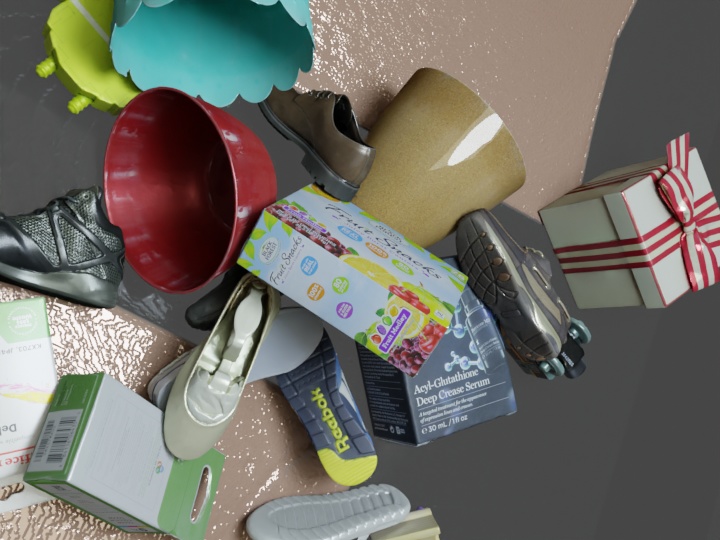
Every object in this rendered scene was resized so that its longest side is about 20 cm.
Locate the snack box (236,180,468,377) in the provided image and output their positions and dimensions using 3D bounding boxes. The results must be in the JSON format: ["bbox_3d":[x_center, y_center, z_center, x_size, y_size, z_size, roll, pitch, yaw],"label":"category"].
[{"bbox_3d":[0.000,0.000,0.815,0.200,0.169,0.068,34,110,4],"label":"snack box"}]

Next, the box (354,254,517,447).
[{"bbox_3d":[0.083,0.089,0.981,0.148,0.107,0.201,-13,91,-28],"label":"box"}]

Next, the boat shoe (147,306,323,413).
[{"bbox_3d":[-0.136,0.089,0.881,0.199,0.065,0.074,-23,112,-24],"label":"boat shoe"}]

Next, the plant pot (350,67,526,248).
[{"bbox_3d":[0.057,-0.101,0.961,0.200,0.186,0.187,-43,106,-9],"label":"plant pot"}]

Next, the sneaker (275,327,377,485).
[{"bbox_3d":[-0.043,0.148,0.933,0.074,0.082,0.201,-22,78,-1],"label":"sneaker"}]

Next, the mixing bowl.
[{"bbox_3d":[-0.158,-0.084,0.833,0.108,0.199,0.201,-14,92,-51],"label":"mixing bowl"}]

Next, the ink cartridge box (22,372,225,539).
[{"bbox_3d":[-0.221,0.191,0.797,0.200,0.059,0.104,51,40,-46],"label":"ink cartridge box"}]

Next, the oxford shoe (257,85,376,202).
[{"bbox_3d":[-0.047,-0.170,0.906,0.200,0.085,0.073,49,23,25],"label":"oxford shoe"}]

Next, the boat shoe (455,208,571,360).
[{"bbox_3d":[0.179,0.010,0.945,0.073,0.074,0.201,-43,111,-34],"label":"boat shoe"}]

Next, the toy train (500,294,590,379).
[{"bbox_3d":[0.206,0.060,1.047,0.200,0.114,0.085,48,72,-15],"label":"toy train"}]

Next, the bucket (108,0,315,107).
[{"bbox_3d":[-0.144,-0.265,0.797,0.206,0.207,0.136,5,72,-28],"label":"bucket"}]

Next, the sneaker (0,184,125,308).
[{"bbox_3d":[-0.320,-0.041,0.791,0.199,0.076,0.115,19,75,-29],"label":"sneaker"}]

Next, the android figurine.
[{"bbox_3d":[-0.248,-0.246,0.865,0.182,0.041,0.200,49,63,-17],"label":"android figurine"}]

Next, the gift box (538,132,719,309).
[{"bbox_3d":[0.390,-0.066,1.118,0.200,0.187,0.185,-34,102,-26],"label":"gift box"}]

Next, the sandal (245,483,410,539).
[{"bbox_3d":[-0.031,0.292,0.925,0.202,0.082,0.050,-1,112,-28],"label":"sandal"}]

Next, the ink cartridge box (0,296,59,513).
[{"bbox_3d":[-0.343,0.133,0.765,0.117,0.067,0.201,-9,90,-30],"label":"ink cartridge box"}]

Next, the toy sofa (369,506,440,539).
[{"bbox_3d":[0.067,0.390,0.971,0.082,0.098,0.201,-13,92,-4],"label":"toy sofa"}]

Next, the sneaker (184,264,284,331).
[{"bbox_3d":[-0.115,-0.001,0.909,0.200,0.076,0.091,-31,89,-31],"label":"sneaker"}]

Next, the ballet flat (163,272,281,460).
[{"bbox_3d":[-0.134,0.089,0.802,0.069,0.069,0.201,30,72,-23],"label":"ballet flat"}]
